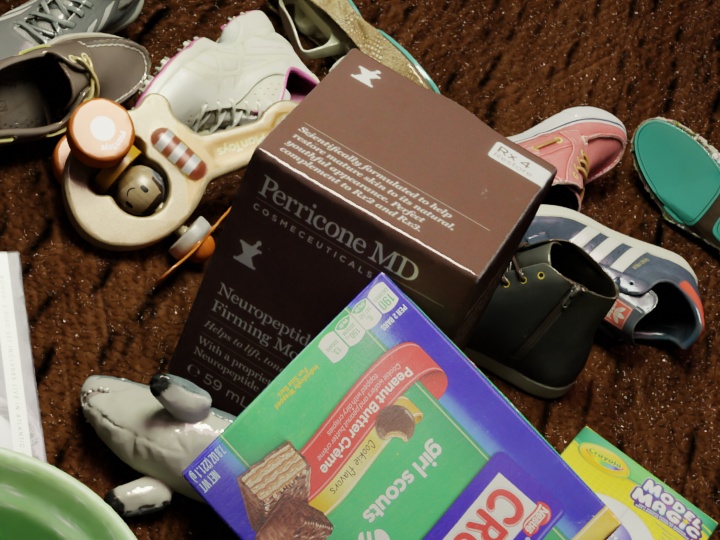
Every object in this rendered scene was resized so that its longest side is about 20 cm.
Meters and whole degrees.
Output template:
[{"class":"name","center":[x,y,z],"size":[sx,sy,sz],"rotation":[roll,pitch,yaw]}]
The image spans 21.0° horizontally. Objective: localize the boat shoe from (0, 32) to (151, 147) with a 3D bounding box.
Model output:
[{"class":"boat shoe","center":[-0.224,-0.129,1.397],"size":[0.199,0.073,0.059],"rotation":[-20,12,-41]}]

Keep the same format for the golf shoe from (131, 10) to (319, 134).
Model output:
[{"class":"golf shoe","center":[-0.102,-0.134,1.491],"size":[0.091,0.076,0.200],"rotation":[39,41,8]}]

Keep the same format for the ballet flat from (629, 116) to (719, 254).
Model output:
[{"class":"ballet flat","center":[0.308,-0.050,1.650],"size":[0.200,0.076,0.064],"rotation":[47,10,19]}]

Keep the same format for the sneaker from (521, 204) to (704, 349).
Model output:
[{"class":"sneaker","center":[0.177,0.011,1.478],"size":[0.198,0.075,0.085],"rotation":[12,35,-19]}]

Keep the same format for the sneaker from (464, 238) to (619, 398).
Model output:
[{"class":"sneaker","center":[0.084,0.004,1.406],"size":[0.198,0.107,0.075],"rotation":[24,37,-3]}]

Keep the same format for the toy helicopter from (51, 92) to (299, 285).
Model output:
[{"class":"toy helicopter","center":[-0.115,-0.068,1.387],"size":[0.198,0.079,0.133],"rotation":[-20,81,-24]}]

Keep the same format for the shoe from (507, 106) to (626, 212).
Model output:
[{"class":"shoe","center":[0.157,-0.071,1.559],"size":[0.199,0.072,0.091],"rotation":[-15,40,-35]}]

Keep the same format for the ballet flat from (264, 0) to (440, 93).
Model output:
[{"class":"ballet flat","center":[-0.013,-0.182,1.621],"size":[0.065,0.071,0.200],"rotation":[-32,59,-18]}]

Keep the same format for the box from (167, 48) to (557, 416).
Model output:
[{"class":"box","center":[0.000,0.000,1.284],"size":[0.165,0.201,0.164],"rotation":[30,37,7]}]

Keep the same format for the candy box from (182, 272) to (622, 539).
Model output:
[{"class":"candy box","center":[0.024,0.133,1.132],"size":[0.200,0.169,0.077],"rotation":[45,1,6]}]

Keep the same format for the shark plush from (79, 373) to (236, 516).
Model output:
[{"class":"shark plush","center":[-0.078,0.107,1.226],"size":[0.198,0.092,0.083],"rotation":[8,10,-16]}]

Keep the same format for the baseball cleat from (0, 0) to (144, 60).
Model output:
[{"class":"baseball cleat","center":[-0.224,-0.204,1.471],"size":[0.069,0.107,0.200],"rotation":[36,40,5]}]

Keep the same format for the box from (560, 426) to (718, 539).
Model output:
[{"class":"box","center":[0.157,0.184,1.285],"size":[0.117,0.049,0.200],"rotation":[36,36,11]}]

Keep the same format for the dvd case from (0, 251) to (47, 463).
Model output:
[{"class":"dvd case","center":[-0.288,0.060,1.134],"size":[0.198,0.016,0.150],"rotation":[-1,66,-24]}]

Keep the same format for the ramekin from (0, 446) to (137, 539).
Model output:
[{"class":"ramekin","center":[-0.210,0.195,1.011],"size":[0.198,0.098,0.201],"rotation":[16,38,-13]}]
